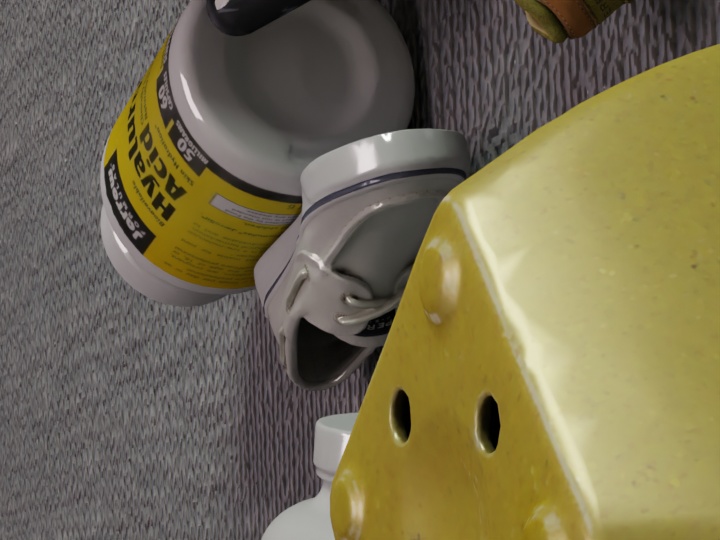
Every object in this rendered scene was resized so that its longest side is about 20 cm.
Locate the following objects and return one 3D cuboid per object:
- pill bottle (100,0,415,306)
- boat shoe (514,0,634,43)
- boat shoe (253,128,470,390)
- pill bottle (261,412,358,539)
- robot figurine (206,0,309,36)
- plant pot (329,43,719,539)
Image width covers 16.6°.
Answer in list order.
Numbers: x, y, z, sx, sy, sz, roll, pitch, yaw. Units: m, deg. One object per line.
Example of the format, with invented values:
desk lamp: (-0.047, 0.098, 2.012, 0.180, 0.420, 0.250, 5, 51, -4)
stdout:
pill bottle: (-0.058, -0.054, 1.145, 0.200, 0.111, 0.111, 132, 134, -62)
boat shoe: (0.030, -0.159, 0.880, 0.068, 0.072, 0.200, -45, 56, 4)
boat shoe: (0.000, 0.000, 1.054, 0.200, 0.072, 0.066, 135, 127, -61)
pill bottle: (0.013, 0.158, 0.957, 0.111, 0.111, 0.200, -169, 81, -68)
robot figurine: (-0.061, -0.191, 1.019, 0.150, 0.200, 0.125, 54, -156, -30)
plant pot: (0.107, 0.058, 0.598, 0.196, 0.200, 0.194, -109, 29, -43)
